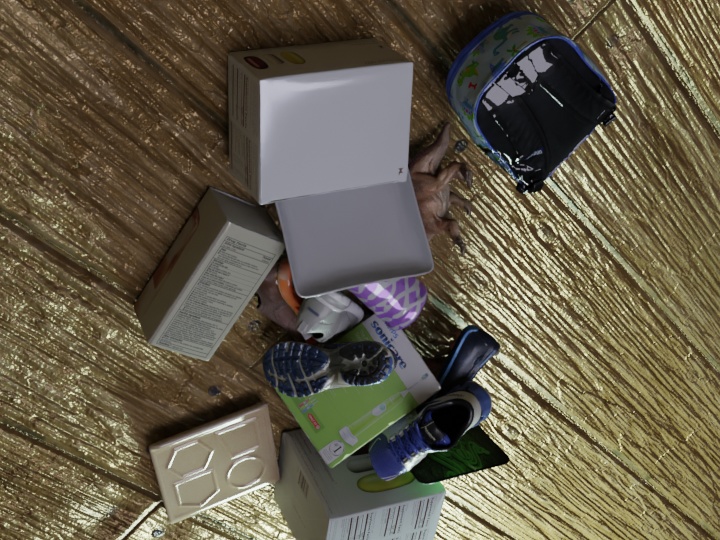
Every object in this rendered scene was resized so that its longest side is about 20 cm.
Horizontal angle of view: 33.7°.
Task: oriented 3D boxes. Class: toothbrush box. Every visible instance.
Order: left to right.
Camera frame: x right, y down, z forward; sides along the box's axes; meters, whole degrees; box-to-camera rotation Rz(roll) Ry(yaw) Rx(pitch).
[{"bbox_3d":[-0.005,0.165,1.726,0.199,0.086,0.146,-36,93,0],"label":"toothbrush box"}]

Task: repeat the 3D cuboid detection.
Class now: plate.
[{"bbox_3d":[-0.018,-0.074,1.539,0.198,0.202,0.032,-11,170,-24],"label":"plate"}]

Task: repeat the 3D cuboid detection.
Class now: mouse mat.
[{"bbox_3d":[0.118,0.258,1.841,0.159,0.200,0.008,-10,121,-24],"label":"mouse mat"}]

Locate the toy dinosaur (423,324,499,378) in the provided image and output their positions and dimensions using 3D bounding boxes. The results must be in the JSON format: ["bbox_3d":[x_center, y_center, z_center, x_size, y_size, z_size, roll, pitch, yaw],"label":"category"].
[{"bbox_3d":[0.120,0.159,1.847,0.199,0.086,0.136,-29,135,-2],"label":"toy dinosaur"}]

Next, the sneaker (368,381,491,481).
[{"bbox_3d":[0.089,0.228,1.695,0.199,0.081,0.115,-34,173,16],"label":"sneaker"}]

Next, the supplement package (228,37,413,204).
[{"bbox_3d":[-0.050,-0.185,1.440,0.198,0.111,0.157,-11,120,-24],"label":"supplement package"}]

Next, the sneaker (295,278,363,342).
[{"bbox_3d":[-0.053,0.058,1.610,0.082,0.075,0.200,-50,166,-1],"label":"sneaker"}]

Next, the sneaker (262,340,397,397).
[{"bbox_3d":[-0.039,0.134,1.647,0.085,0.198,0.078,0,88,-68],"label":"sneaker"}]

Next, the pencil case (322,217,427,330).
[{"bbox_3d":[0.000,0.000,1.613,0.200,0.084,0.085,40,139,-22],"label":"pencil case"}]

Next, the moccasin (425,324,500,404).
[{"bbox_3d":[0.144,0.181,1.771,0.068,0.081,0.201,25,113,-1],"label":"moccasin"}]

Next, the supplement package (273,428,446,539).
[{"bbox_3d":[-0.005,0.346,1.843,0.198,0.192,0.148,-9,129,-25],"label":"supplement package"}]

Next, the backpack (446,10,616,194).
[{"bbox_3d":[0.207,-0.235,1.539,0.183,0.147,0.200,-43,138,9],"label":"backpack"}]

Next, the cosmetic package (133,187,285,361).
[{"bbox_3d":[-0.196,0.007,1.536,0.103,0.087,0.201,23,112,-39],"label":"cosmetic package"}]

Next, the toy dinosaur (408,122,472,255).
[{"bbox_3d":[0.082,-0.098,1.620,0.134,0.086,0.202,4,111,10],"label":"toy dinosaur"}]

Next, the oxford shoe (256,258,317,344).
[{"bbox_3d":[-0.102,0.045,1.652,0.072,0.072,0.201,2,145,15],"label":"oxford shoe"}]

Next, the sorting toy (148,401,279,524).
[{"bbox_3d":[-0.218,0.286,1.786,0.184,0.037,0.201,-19,137,-16],"label":"sorting toy"}]
